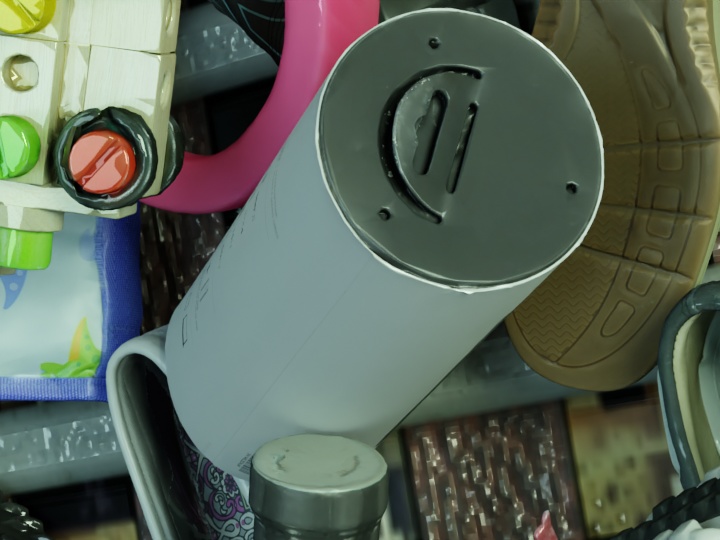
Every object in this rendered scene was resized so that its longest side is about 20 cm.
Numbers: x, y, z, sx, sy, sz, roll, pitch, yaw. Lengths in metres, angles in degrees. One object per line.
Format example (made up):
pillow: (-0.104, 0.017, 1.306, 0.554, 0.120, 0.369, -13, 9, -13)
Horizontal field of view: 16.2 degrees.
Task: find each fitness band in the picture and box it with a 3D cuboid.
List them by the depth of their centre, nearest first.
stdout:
fitness band: (-0.078, -0.108, 0.782, 0.200, 0.037, 0.144, 49, 124, 17)

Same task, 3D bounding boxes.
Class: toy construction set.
toy construction set: (-0.113, -0.077, 0.736, 0.131, 0.092, 0.200, 8, 112, 8)

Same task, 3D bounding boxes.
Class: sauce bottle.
sauce bottle: (-0.016, 0.148, 0.764, 0.065, 0.065, 0.200, 21, 117, 35)

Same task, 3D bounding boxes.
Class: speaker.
speaker: (0.000, 0.000, 0.734, 0.081, 0.081, 0.200, 68, 158, 13)

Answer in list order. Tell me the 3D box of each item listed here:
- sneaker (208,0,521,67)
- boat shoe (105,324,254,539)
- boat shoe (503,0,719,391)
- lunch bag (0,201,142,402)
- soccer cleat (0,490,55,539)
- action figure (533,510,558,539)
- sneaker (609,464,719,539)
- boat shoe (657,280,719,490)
sneaker: (-0.013, -0.101, 0.817, 0.200, 0.075, 0.079, 62, 153, 10)
boat shoe: (-0.031, 0.110, 0.830, 0.072, 0.068, 0.200, -21, 81, 36)
boat shoe: (0.084, -0.064, 0.747, 0.073, 0.063, 0.200, 12, 104, 21)
lunch bag: (-0.167, -0.035, 0.900, 0.200, 0.127, 0.170, -1, 88, 22)
soccer cleat: (-0.122, 0.150, 0.906, 0.200, 0.068, 0.073, 43, 121, 25)
action figure: (0.043, 0.163, 0.737, 0.134, 0.149, 0.200, 20, 118, 41)
sneaker: (0.133, 0.069, 0.639, 0.081, 0.200, 0.075, 60, 157, 2)
boat shoe: (0.135, 0.096, 0.709, 0.076, 0.060, 0.200, -33, 73, 33)
